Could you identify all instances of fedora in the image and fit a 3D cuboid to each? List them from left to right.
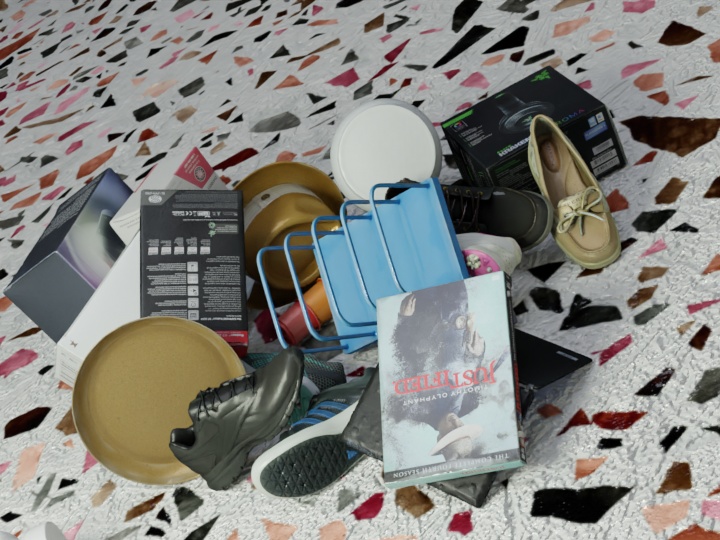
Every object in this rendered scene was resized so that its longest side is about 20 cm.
[{"bbox_3d":[-0.088,-0.036,1.815,0.200,0.202,0.082,-37,32,-18],"label":"fedora"}]

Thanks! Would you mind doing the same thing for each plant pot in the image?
[{"bbox_3d":[-0.222,0.142,1.620,0.198,0.202,0.028,-26,19,0],"label":"plant pot"}]

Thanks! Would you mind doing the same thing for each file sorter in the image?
[{"bbox_3d":[0.000,0.000,1.614,0.199,0.141,0.122,-27,-15,38],"label":"file sorter"}]

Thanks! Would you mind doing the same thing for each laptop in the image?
[{"bbox_3d":[0.109,0.133,1.494,0.176,0.103,0.202,21,77,33],"label":"laptop"}]

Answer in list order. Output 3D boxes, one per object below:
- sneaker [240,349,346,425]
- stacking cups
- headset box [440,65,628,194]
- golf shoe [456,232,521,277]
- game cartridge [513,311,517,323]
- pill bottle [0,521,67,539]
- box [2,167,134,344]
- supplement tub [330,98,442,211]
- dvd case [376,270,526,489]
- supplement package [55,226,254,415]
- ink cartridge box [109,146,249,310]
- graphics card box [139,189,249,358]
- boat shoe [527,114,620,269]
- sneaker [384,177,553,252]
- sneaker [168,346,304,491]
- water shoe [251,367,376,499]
[{"bbox_3d":[-0.092,0.127,1.687,0.091,0.079,0.199,-26,26,-36],"label":"sneaker"},{"bbox_3d":[-0.021,0.020,1.812,0.200,0.061,0.060,-41,31,-15],"label":"stacking cups"},{"bbox_3d":[0.217,-0.165,1.866,0.173,0.093,0.200,-28,27,-3],"label":"headset box"},{"bbox_3d":[0.098,-0.005,1.674,0.198,0.076,0.091,4,26,40],"label":"golf shoe"},{"bbox_3d":[0.098,0.039,1.693,0.128,0.039,0.200,-24,28,-3],"label":"game cartridge"},{"bbox_3d":[-0.400,0.344,1.527,0.198,0.112,0.111,-26,28,2],"label":"pill bottle"},{"bbox_3d":[-0.327,0.013,1.901,0.123,0.200,0.199,-31,23,32],"label":"box"},{"bbox_3d":[0.032,-0.145,1.867,0.143,0.146,0.200,-26,1,1],"label":"supplement tub"},{"bbox_3d":[0.087,0.107,1.441,0.144,0.022,0.203,-12,63,21],"label":"dvd case"},{"bbox_3d":[-0.245,0.070,1.736,0.201,0.155,0.111,-58,-2,-27],"label":"supplement package"},{"bbox_3d":[-0.212,-0.035,1.893,0.084,0.201,0.146,-19,27,34],"label":"ink cartridge box"},{"bbox_3d":[-0.194,0.004,1.684,0.124,0.051,0.203,-1,66,-8],"label":"graphics card box"},{"bbox_3d":[0.240,-0.091,1.681,0.073,0.063,0.201,-26,57,1],"label":"boat shoe"},{"bbox_3d":[0.124,-0.065,1.696,0.105,0.076,0.198,10,-4,-44],"label":"sneaker"},{"bbox_3d":[-0.134,0.152,1.567,0.200,0.090,0.076,-50,18,21],"label":"sneaker"},{"bbox_3d":[-0.037,0.174,1.546,0.198,0.072,0.079,-27,30,-21],"label":"water shoe"}]
